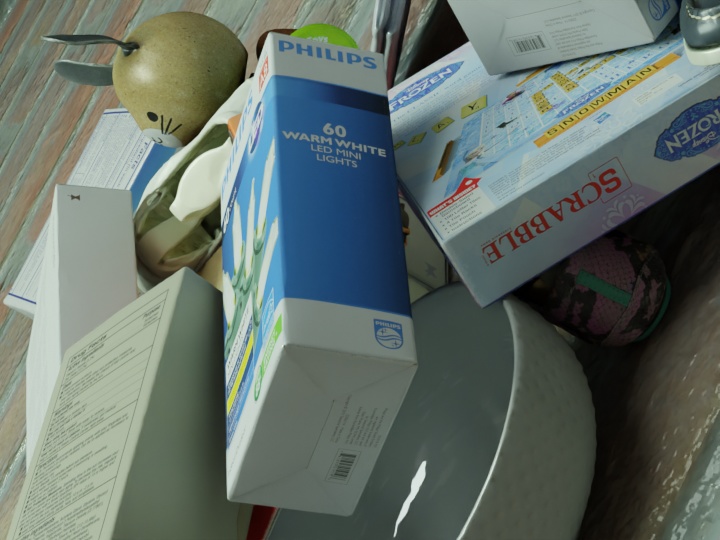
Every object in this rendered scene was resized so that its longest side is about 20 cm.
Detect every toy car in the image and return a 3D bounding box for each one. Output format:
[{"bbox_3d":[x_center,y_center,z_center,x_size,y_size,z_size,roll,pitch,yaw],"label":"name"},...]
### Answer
[{"bbox_3d":[-0.113,-0.103,1.256,0.164,0.200,0.158,121,170,-79],"label":"toy car"}]

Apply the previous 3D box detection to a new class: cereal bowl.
[{"bbox_3d":[0.040,0.108,0.869,0.200,0.083,0.200,-47,25,30],"label":"cereal bowl"}]

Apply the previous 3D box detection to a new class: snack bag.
[{"bbox_3d":[0.028,-0.202,1.242,0.189,0.021,0.201,97,-175,-73],"label":"snack bag"}]

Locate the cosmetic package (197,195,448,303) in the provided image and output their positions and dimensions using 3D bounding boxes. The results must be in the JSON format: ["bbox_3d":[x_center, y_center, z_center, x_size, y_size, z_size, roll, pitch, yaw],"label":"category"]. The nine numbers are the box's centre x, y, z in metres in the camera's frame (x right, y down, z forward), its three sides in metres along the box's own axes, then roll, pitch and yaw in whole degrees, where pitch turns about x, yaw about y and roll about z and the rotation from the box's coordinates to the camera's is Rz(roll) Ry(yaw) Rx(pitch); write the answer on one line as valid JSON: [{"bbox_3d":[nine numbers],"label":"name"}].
[{"bbox_3d":[-0.047,0.031,1.139,0.200,0.105,0.071,-45,25,31],"label":"cosmetic package"}]

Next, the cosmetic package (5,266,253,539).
[{"bbox_3d":[-0.105,0.108,0.893,0.103,0.073,0.200,-33,31,37],"label":"cosmetic package"}]

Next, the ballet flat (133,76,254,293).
[{"bbox_3d":[-0.100,-0.038,1.145,0.200,0.069,0.070,-50,23,41],"label":"ballet flat"}]

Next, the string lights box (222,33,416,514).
[{"bbox_3d":[-0.023,-0.002,0.871,0.200,0.059,0.103,-96,20,-45],"label":"string lights box"}]

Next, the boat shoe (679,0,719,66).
[{"bbox_3d":[0.181,-0.156,0.840,0.075,0.062,0.200,-3,33,36],"label":"boat shoe"}]

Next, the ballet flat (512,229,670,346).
[{"bbox_3d":[0.081,-0.012,0.947,0.069,0.071,0.200,-61,21,1],"label":"ballet flat"}]

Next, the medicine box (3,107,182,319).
[{"bbox_3d":[-0.175,-0.025,1.501,0.183,0.103,0.200,-63,22,-7],"label":"medicine box"}]

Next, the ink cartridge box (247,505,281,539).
[{"bbox_3d":[-0.084,0.111,0.993,0.200,0.045,0.177,-100,25,-59],"label":"ink cartridge box"}]

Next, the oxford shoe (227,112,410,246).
[{"bbox_3d":[0.000,0.000,1.015,0.073,0.200,0.071,-23,5,-5],"label":"oxford shoe"}]

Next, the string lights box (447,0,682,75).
[{"bbox_3d":[0.135,-0.179,0.938,0.103,0.059,0.200,-7,33,45],"label":"string lights box"}]

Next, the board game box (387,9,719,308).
[{"bbox_3d":[0.107,-0.083,0.912,0.200,0.041,0.200,-31,24,1],"label":"board game box"}]

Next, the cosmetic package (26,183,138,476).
[{"bbox_3d":[-0.161,0.072,1.115,0.200,0.052,0.151,-100,19,-46],"label":"cosmetic package"}]
